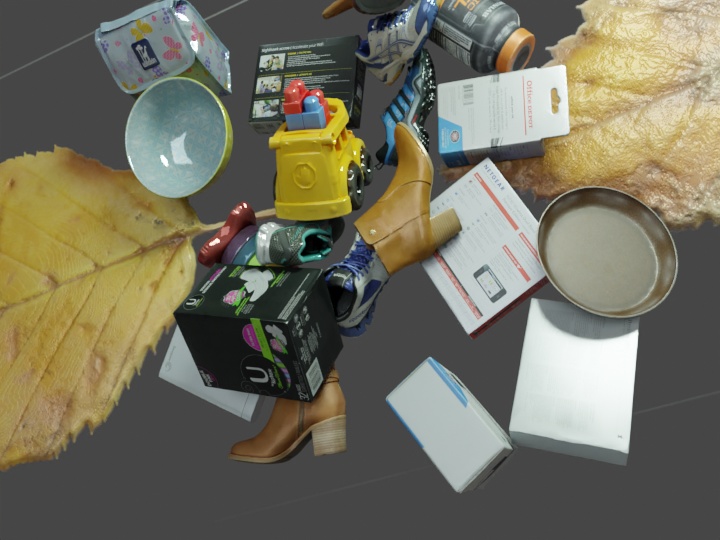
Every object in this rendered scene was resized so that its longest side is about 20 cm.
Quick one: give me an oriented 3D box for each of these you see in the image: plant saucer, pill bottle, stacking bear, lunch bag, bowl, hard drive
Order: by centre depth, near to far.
[{"bbox_3d":[0.337,-0.023,0.982,0.194,0.032,0.205,1,62,-2],"label":"plant saucer"},{"bbox_3d":[0.178,-0.384,1.116,0.199,0.106,0.107,40,92,22],"label":"pill bottle"},{"bbox_3d":[-0.144,0.007,1.143,0.199,0.114,0.122,39,84,12],"label":"stacking bear"},{"bbox_3d":[-0.236,0.152,1.186,0.196,0.027,0.135,19,85,23],"label":"hard drive"},{"bbox_3d":[-0.300,-0.225,1.243,0.194,0.107,0.207,0,91,15],"label":"bowl"},{"bbox_3d":[-0.346,-0.375,1.247,0.165,0.200,0.131,-14,64,14],"label":"lunch bag"}]

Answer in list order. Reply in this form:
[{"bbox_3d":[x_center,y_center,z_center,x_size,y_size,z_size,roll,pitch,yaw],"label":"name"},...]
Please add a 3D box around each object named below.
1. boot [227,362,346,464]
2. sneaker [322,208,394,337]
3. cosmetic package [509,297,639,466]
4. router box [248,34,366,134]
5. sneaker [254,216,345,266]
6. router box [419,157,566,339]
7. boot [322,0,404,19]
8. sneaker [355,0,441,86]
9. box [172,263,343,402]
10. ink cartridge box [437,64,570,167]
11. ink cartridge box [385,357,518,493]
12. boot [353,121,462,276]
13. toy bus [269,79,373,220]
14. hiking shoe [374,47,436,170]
[{"bbox_3d":[-0.118,0.214,1.100,0.194,0.077,0.160,-13,75,15],"label":"boot"},{"bbox_3d":[0.000,0.001,1.087,0.079,0.115,0.204,19,84,21],"label":"sneaker"},{"bbox_3d":[0.289,0.143,0.949,0.147,0.052,0.204,5,58,23],"label":"cosmetic package"},{"bbox_3d":[-0.091,-0.320,1.227,0.194,0.051,0.154,2,77,20],"label":"router box"},{"bbox_3d":[-0.071,-0.044,1.086,0.089,0.199,0.080,12,113,30],"label":"sneaker"},{"bbox_3d":[0.181,-0.033,1.064,0.178,0.049,0.202,-36,68,9],"label":"router box"},{"bbox_3d":[-0.002,-0.450,1.142,0.197,0.069,0.190,0,47,49],"label":"boot"},{"bbox_3d":[0.052,-0.368,1.107,0.087,0.200,0.077,32,61,-11],"label":"sneaker"},{"bbox_3d":[-0.147,0.088,1.046,0.195,0.152,0.125,4,36,26],"label":"box"},{"bbox_3d":[0.220,-0.234,1.086,0.194,0.067,0.120,-4,76,20],"label":"ink cartridge box"},{"bbox_3d":[0.129,0.209,0.946,0.084,0.200,0.146,-43,67,3],"label":"ink cartridge box"},{"bbox_3d":[0.049,-0.108,1.054,0.141,0.071,0.205,-26,77,-3],"label":"boot"},{"bbox_3d":[-0.065,-0.197,1.079,0.132,0.201,0.197,-3,119,15],"label":"toy bus"},{"bbox_3d":[0.071,-0.265,1.143,0.084,0.074,0.206,5,80,20],"label":"hiking shoe"}]
